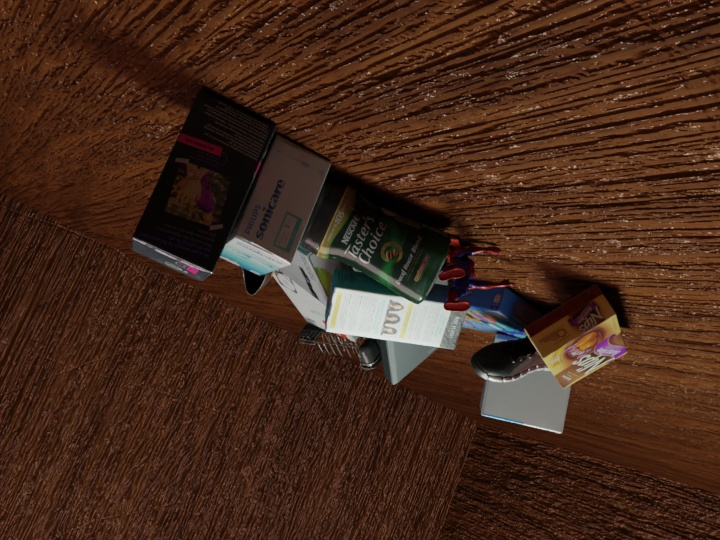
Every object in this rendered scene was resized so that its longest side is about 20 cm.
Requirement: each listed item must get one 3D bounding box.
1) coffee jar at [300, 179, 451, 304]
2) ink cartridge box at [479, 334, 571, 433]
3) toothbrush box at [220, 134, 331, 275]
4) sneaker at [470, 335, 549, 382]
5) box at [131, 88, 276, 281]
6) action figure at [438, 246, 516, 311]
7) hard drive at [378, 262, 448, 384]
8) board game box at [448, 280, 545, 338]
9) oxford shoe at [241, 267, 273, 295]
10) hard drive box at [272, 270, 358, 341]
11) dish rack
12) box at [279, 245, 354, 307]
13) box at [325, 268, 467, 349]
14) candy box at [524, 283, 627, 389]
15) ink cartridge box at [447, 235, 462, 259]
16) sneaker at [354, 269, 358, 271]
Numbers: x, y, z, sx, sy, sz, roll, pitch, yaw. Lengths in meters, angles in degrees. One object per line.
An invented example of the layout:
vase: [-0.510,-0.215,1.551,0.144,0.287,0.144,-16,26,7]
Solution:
coffee jar: [0.016,-0.042,1.019,0.198,0.105,0.085,25,-166,-2]
ink cartridge box: [0.306,0.206,1.392,0.144,0.148,0.200,11,175,9]
toothbrush box: [-0.128,-0.082,1.029,0.084,0.148,0.200,24,167,-15]
sneaker: [0.275,0.110,1.197,0.197,0.076,0.117,-7,135,-22]
box: [-0.198,-0.101,0.937,0.105,0.202,0.122,25,168,-14]
action figure: [0.162,0.005,1.014,0.097,0.066,0.200,-7,-171,10]
hard drive: [0.088,0.086,1.235,0.033,0.139,0.201,38,154,32]
board game box: [0.213,0.067,1.303,0.151,0.046,0.199,31,165,-38]
oxford shoe: [-0.171,-0.040,1.301,0.070,0.073,0.202,13,133,4]
hard drive box: [-0.080,0.027,1.433,0.155,0.077,0.201,16,149,47]
dish rack: [-0.021,0.118,1.515,0.198,0.154,0.055,5,128,36]
box: [-0.088,-0.029,1.174,0.199,0.060,0.118,33,153,50]
box: [0.051,0.056,1.090,0.197,0.083,0.049,9,-147,-9]
candy box: [0.316,0.102,1.084,0.057,0.116,0.200,63,-170,31]
ink cartridge box: [0.058,-0.034,1.131,0.198,0.051,0.109,18,166,24]
sneaker: [0.000,0.000,1.242,0.080,0.070,0.202,-37,85,44]
